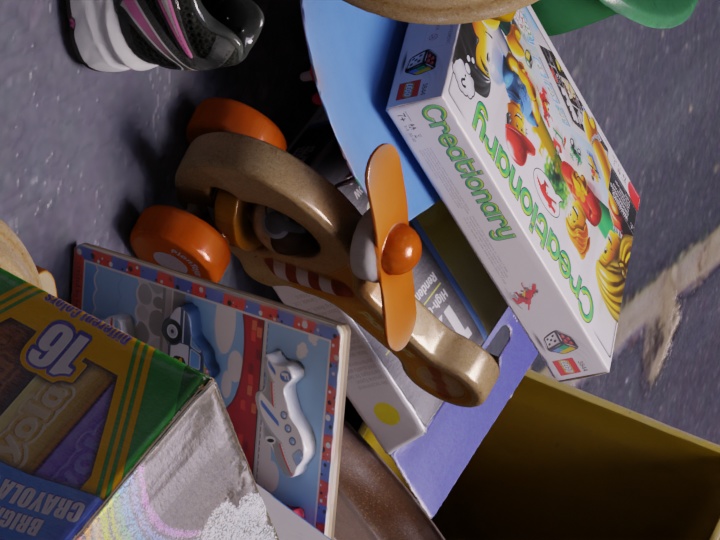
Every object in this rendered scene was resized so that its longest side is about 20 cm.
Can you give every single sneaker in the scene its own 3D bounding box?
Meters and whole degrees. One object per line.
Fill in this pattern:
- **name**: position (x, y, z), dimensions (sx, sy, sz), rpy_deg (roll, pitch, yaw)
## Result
- **sneaker**: position (-0.075, -0.176, 1.217), dimensions (0.080, 0.086, 0.201), rpy_deg (-46, 139, -48)

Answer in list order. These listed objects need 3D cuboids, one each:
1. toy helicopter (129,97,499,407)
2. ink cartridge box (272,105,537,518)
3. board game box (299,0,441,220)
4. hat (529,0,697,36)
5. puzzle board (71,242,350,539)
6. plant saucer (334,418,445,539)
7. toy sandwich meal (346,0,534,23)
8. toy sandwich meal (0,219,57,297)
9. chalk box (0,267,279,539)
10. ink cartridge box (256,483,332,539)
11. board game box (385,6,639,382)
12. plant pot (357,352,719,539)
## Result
- **toy helicopter**: position (0.000, 0.000, 1.336), dimensions (0.200, 0.132, 0.079), rpy_deg (41, 62, -30)
- **ink cartridge box**: position (0.043, -0.013, 1.489), dimensions (0.200, 0.047, 0.198), rpy_deg (55, 48, -22)
- **board game box**: position (0.005, -0.109, 1.408), dimensions (0.200, 0.039, 0.159), rpy_deg (-35, 110, -61)
- **hat**: position (0.065, -0.152, 1.515), dimensions (0.200, 0.176, 0.166), rpy_deg (45, 34, -19)
- **puzzle board**: position (-0.076, 0.102, 1.275), dimensions (0.017, 0.150, 0.201), rpy_deg (-18, 118, -53)
- **plant saucer**: position (-0.022, 0.104, 1.373), dimensions (0.032, 0.200, 0.200), rpy_deg (-44, 154, 9)
- **toy sandwich meal**: position (0.033, -0.200, 1.287), dimensions (0.070, 0.204, 0.206), rpy_deg (39, 66, -79)
- **toy sandwich meal**: position (-0.195, 0.051, 1.121), dimensions (0.205, 0.070, 0.206), rpy_deg (-34, 136, -40)
- **chalk box**: position (-0.144, 0.121, 1.064), dimensions (0.200, 0.123, 0.125), rpy_deg (-48, 145, -23)
- **ink cartridge box**: position (-0.100, 0.179, 1.212), dimensions (0.201, 0.146, 0.084), rpy_deg (-60, 155, 8)
- **board game box**: position (0.080, -0.057, 1.446), dimensions (0.200, 0.034, 0.127), rpy_deg (56, 34, -37)
- **plant pot**: position (0.079, 0.186, 1.582), dimensions (0.177, 0.199, 0.201), rpy_deg (86, 28, -60)
